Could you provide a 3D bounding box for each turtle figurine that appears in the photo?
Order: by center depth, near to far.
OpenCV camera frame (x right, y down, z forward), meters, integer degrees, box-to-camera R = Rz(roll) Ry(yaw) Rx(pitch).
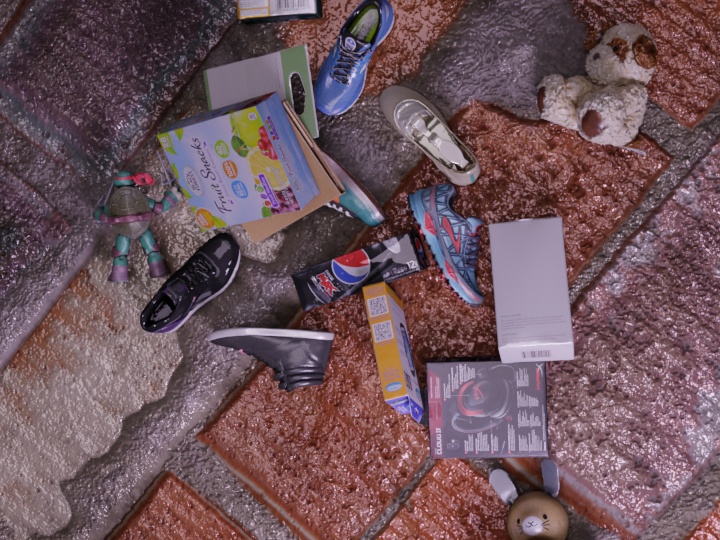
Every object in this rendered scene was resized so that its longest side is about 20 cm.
[{"bbox_3d":[-0.362,-0.085,1.806,0.149,0.101,0.200,-4,97,9],"label":"turtle figurine"}]

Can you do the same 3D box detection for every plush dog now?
[{"bbox_3d":[0.373,-0.273,1.658,0.160,0.200,0.172,11,106,-24],"label":"plush dog"}]

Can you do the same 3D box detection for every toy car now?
[{"bbox_3d":[0.262,0.387,1.702,0.164,0.158,0.200,-14,78,20],"label":"toy car"}]

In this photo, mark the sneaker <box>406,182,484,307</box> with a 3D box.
[{"bbox_3d":[0.149,-0.042,1.731,0.095,0.079,0.200,-27,88,7],"label":"sneaker"}]

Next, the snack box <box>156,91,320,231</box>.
[{"bbox_3d":[-0.182,-0.158,1.700,0.200,0.068,0.169,-10,112,36],"label":"snack box"}]

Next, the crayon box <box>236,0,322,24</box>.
[{"bbox_3d":[-0.129,-0.490,1.773,0.125,0.052,0.200,-2,92,9],"label":"crayon box"}]

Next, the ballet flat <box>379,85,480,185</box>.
[{"bbox_3d":[0.106,-0.210,1.738,0.200,0.069,0.069,44,98,6],"label":"ballet flat"}]

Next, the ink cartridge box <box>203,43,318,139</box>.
[{"bbox_3d":[-0.144,-0.256,1.753,0.200,0.048,0.146,-8,90,30],"label":"ink cartridge box"}]

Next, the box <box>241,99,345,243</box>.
[{"bbox_3d":[-0.138,-0.145,1.739,0.200,0.021,0.164,-27,102,38],"label":"box"}]

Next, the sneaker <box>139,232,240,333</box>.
[{"bbox_3d":[-0.266,0.026,1.795,0.076,0.088,0.200,42,97,6],"label":"sneaker"}]

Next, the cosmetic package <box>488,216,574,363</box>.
[{"bbox_3d":[0.251,0.028,1.683,0.113,0.081,0.200,-4,68,10],"label":"cosmetic package"}]

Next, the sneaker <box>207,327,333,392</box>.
[{"bbox_3d":[-0.143,0.140,1.787,0.200,0.071,0.099,3,88,5],"label":"sneaker"}]

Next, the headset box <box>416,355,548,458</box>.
[{"bbox_3d":[0.183,0.206,1.735,0.200,0.075,0.149,-3,91,9],"label":"headset box"}]

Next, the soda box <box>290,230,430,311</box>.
[{"bbox_3d":[0.000,0.000,1.750,0.200,0.071,0.063,-20,91,15],"label":"soda box"}]

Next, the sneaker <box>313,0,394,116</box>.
[{"bbox_3d":[-0.019,-0.331,1.742,0.078,0.089,0.200,26,96,8],"label":"sneaker"}]

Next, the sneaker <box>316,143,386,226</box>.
[{"bbox_3d":[-0.049,-0.125,1.767,0.200,0.071,0.080,44,99,13],"label":"sneaker"}]

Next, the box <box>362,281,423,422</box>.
[{"bbox_3d":[0.051,0.128,1.703,0.041,0.119,0.200,-13,70,11],"label":"box"}]
